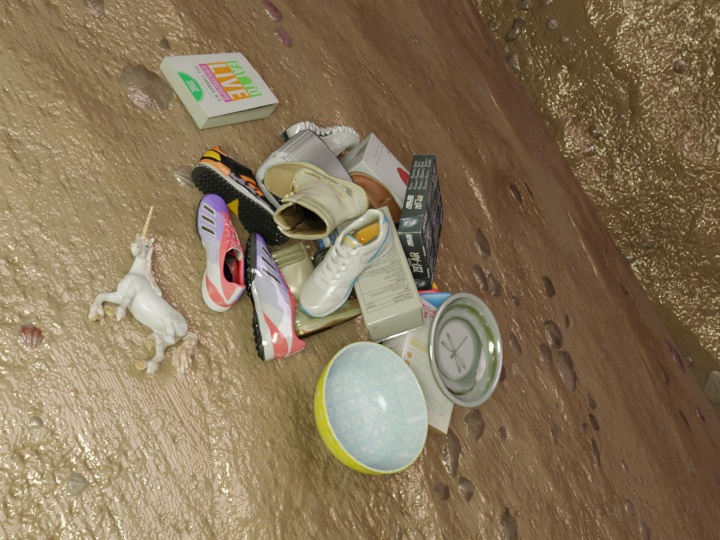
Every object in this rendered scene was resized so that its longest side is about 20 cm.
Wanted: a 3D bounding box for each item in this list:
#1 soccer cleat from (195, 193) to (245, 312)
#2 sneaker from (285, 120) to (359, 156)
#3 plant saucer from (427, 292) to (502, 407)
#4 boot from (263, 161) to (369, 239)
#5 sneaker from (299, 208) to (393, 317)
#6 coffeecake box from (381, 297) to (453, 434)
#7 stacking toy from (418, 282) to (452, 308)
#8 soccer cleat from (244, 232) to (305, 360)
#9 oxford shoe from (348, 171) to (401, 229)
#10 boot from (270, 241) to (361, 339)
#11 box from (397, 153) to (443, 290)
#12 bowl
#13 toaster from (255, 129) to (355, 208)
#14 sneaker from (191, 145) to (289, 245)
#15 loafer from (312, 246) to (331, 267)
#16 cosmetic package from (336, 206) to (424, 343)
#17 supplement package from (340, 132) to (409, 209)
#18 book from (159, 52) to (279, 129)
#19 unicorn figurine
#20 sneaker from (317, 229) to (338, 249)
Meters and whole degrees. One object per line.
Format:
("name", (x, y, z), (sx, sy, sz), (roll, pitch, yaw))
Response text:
("soccer cleat", (-0.210, -0.040, 0.954), (0.067, 0.073, 0.204), (18, 52, -42))
("sneaker", (-0.074, -0.260, 1.300), (0.198, 0.074, 0.083), (-10, 82, -47))
("plant saucer", (0.180, 0.143, 1.118), (0.197, 0.050, 0.206), (8, 78, -39))
("boot", (-0.101, -0.114, 0.994), (0.196, 0.074, 0.154), (20, 30, 20))
("sneaker", (-0.028, -0.015, 0.982), (0.076, 0.201, 0.081), (35, -15, 22))
("coffeecake box", (0.110, 0.174, 1.134), (0.152, 0.072, 0.204), (33, 63, -30))
("stacking toy", (0.116, 0.039, 1.288), (0.107, 0.118, 0.202), (-3, 39, -8))
("soccer cleat", (-0.137, 0.036, 0.962), (0.071, 0.068, 0.205), (-6, 71, -18))
("oxford shoe", (0.044, -0.117, 1.217), (0.199, 0.071, 0.072), (41, 16, -19))
("boot", (-0.075, 0.025, 1.072), (0.198, 0.072, 0.159), (-15, 80, -48))
("box", (0.118, -0.091, 1.165), (0.162, 0.042, 0.203), (71, 26, -49))
("bowl", (-0.001, 0.227, 0.972), (0.197, 0.107, 0.204), (20, 53, -28))
("toaster", (-0.106, -0.169, 1.147), (0.201, 0.113, 0.129), (51, 38, -8))
("sneaker", (-0.189, -0.132, 1.052), (0.199, 0.069, 0.091), (40, 42, -21))
("loafer", (0.000, 0.000, 1.165), (0.197, 0.062, 0.074), (14, 90, -39))
("cosmetic package", (0.033, 0.007, 1.056), (0.088, 0.101, 0.204), (73, 1, -62))
("supplement package", (0.042, -0.162, 1.316), (0.200, 0.119, 0.122), (43, 36, -21))
("book", (-0.260, -0.340, 1.150), (0.135, 0.048, 0.199), (55, 37, 1))
("unicorn figurine", (-0.285, 0.041, 0.816), (0.203, 0.073, 0.138), (64, 23, -17))
("sneaker", (0.009, -0.055, 1.225), (0.198, 0.085, 0.079), (8, 58, -49))
